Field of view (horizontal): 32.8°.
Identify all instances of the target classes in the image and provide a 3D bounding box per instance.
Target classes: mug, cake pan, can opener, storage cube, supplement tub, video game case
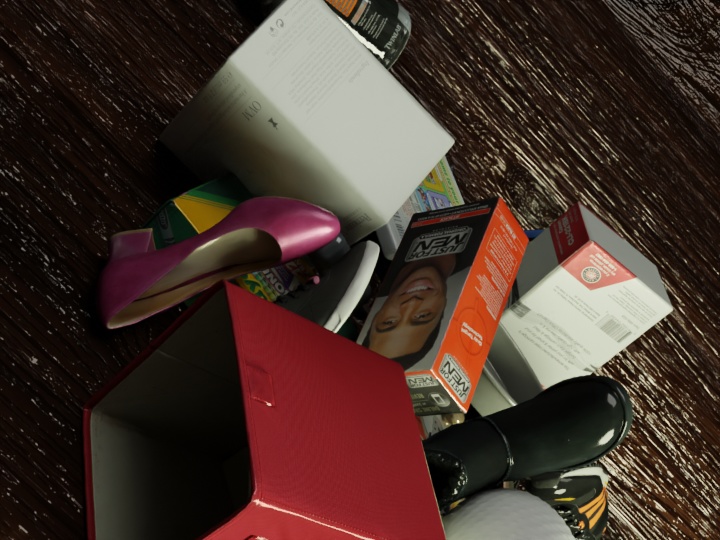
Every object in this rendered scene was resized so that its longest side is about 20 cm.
[{"bbox_3d":[0.123,0.286,1.017,0.175,0.146,0.202,-58,134,-71],"label":"mug"},{"bbox_3d":[0.120,0.084,1.202,0.200,0.037,0.201,48,15,-18],"label":"cake pan"},{"bbox_3d":[0.000,0.000,1.115,0.053,0.067,0.200,51,-5,29],"label":"can opener"},{"bbox_3d":[-0.070,0.145,0.850,0.179,0.171,0.201,28,34,-37],"label":"storage cube"},{"bbox_3d":[-0.043,-0.332,1.537,0.199,0.122,0.123,35,31,-28],"label":"supplement tub"},{"bbox_3d":[0.055,-0.091,1.345,0.181,0.022,0.201,11,52,-51],"label":"video game case"}]

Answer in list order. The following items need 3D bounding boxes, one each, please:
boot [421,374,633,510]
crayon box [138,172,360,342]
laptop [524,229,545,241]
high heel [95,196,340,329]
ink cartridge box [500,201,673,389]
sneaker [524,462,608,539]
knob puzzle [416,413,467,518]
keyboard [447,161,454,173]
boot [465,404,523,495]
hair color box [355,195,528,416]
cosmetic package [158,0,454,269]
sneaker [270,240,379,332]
[{"bbox_3d":[0.109,0.149,1.006,0.162,0.197,0.074,-9,78,-53],"label":"boot"},{"bbox_3d":[-0.096,0.017,1.092,0.200,0.058,0.119,51,27,1],"label":"crayon box"},{"bbox_3d":[0.151,-0.092,1.511,0.201,0.103,0.177,52,12,4],"label":"laptop"},{"bbox_3d":[-0.112,-0.002,0.975,0.198,0.068,0.096,-5,43,-2],"label":"high heel"},{"bbox_3d":[0.228,0.044,1.392,0.144,0.200,0.084,36,27,-25],"label":"ink cartridge box"},{"bbox_3d":[0.213,0.242,1.218,0.200,0.069,0.091,32,54,-66],"label":"sneaker"},{"bbox_3d":[0.049,0.139,1.117,0.219,0.030,0.221,41,37,-41],"label":"knob puzzle"},{"bbox_3d":[0.022,-0.174,1.493,0.199,0.021,0.127,27,8,-21],"label":"keyboard"},{"bbox_3d":[0.149,0.195,1.220,0.097,0.075,0.201,33,30,-24],"label":"boot"},{"bbox_3d":[0.068,0.031,1.070,0.061,0.101,0.201,51,46,-32],"label":"hair color box"},{"bbox_3d":[-0.056,-0.122,1.146,0.200,0.199,0.123,44,61,-10],"label":"cosmetic package"},{"bbox_3d":[-0.073,0.034,0.992,0.099,0.200,0.071,40,-8,-4],"label":"sneaker"}]
